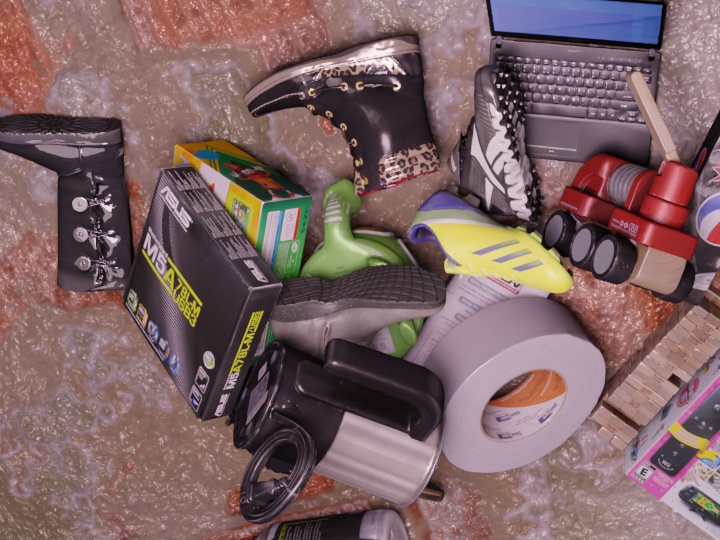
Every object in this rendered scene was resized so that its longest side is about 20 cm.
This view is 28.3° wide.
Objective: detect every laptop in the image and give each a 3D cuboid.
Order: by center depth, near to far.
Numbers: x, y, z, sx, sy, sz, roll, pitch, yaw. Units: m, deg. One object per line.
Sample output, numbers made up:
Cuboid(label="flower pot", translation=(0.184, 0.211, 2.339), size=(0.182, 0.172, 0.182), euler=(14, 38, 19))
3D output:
Cuboid(label="laptop", translation=(0.211, -0.191, 1.441), size=(0.177, 0.103, 0.200), euler=(7, 113, 11))

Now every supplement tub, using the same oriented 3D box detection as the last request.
Cuboid(label="supplement tub", translation=(-0.046, 0.357, 1.715), size=(0.200, 0.123, 0.123), euler=(-10, 109, 17))

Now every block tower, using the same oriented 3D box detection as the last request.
Cuboid(label="block tower", translation=(0.329, 0.104, 1.561), size=(0.054, 0.058, 0.200), euler=(35, 114, -4))

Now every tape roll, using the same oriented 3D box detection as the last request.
Cuboid(label="tape roll", translation=(0.162, 0.126, 1.543), size=(0.200, 0.066, 0.200), euler=(-15, 134, -16))

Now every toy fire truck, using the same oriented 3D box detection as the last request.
Cuboid(label="toy fire truck", translation=(0.270, -0.091, 1.430), size=(0.129, 0.176, 0.200), euler=(17, 98, -21))

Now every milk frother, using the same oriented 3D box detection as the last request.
Cuboid(label="milk frother", translation=(-0.020, 0.183, 1.405), size=(0.188, 0.200, 0.181), euler=(22, 154, -16))

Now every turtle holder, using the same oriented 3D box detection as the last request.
Cuboid(label="turtle holder", translation=(-0.005, 0.009, 1.558), size=(0.186, 0.132, 0.141), euler=(44, 115, -6))

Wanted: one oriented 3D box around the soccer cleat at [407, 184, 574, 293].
Cuboid(label="soccer cleat", translation=(0.133, -0.016, 1.470), size=(0.200, 0.065, 0.084), euler=(33, 77, 37))

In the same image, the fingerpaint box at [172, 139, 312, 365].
Cuboid(label="fingerpaint box", translation=(-0.142, -0.021, 1.567), size=(0.167, 0.073, 0.200), euler=(33, 122, 41))

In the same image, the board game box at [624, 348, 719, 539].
Cuboid(label="board game box", translation=(0.410, 0.185, 1.572), size=(0.148, 0.064, 0.200), euler=(35, 114, -3))

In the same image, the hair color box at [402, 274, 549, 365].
Cuboid(label="hair color box", translation=(0.125, 0.060, 1.588), size=(0.099, 0.061, 0.200), euler=(30, 116, 0))

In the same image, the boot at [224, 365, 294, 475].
Cuboid(label="boot", translation=(-0.103, 0.174, 1.609), size=(0.073, 0.198, 0.163), euler=(-34, 135, -16))

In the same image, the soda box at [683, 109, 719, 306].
Cuboid(label="soda box", translation=(0.362, -0.068, 1.474), size=(0.063, 0.071, 0.200), euler=(22, 115, 0))

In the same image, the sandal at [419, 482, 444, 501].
Cuboid(label="sandal", translation=(0.020, 0.204, 1.675), size=(0.200, 0.082, 0.055), euler=(37, 93, 4))

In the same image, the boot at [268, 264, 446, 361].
Cuboid(label="boot", translation=(0.002, 0.068, 1.484), size=(0.200, 0.068, 0.131), euler=(-5, 123, 16))

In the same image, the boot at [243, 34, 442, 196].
Cuboid(label="boot", translation=(-0.015, -0.152, 1.510), size=(0.200, 0.073, 0.151), euler=(-16, 91, 12))

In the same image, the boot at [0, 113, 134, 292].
Cuboid(label="boot", translation=(-0.343, -0.074, 1.645), size=(0.165, 0.066, 0.200), euler=(5, 117, 13))

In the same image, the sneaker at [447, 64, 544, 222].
Cuboid(label="sneaker", translation=(0.129, -0.126, 1.482), size=(0.090, 0.066, 0.200), euler=(-1, 137, 20))

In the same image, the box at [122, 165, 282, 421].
Cuboid(label="box", translation=(-0.174, 0.024, 1.516), size=(0.200, 0.048, 0.193), euler=(52, 136, 33))
